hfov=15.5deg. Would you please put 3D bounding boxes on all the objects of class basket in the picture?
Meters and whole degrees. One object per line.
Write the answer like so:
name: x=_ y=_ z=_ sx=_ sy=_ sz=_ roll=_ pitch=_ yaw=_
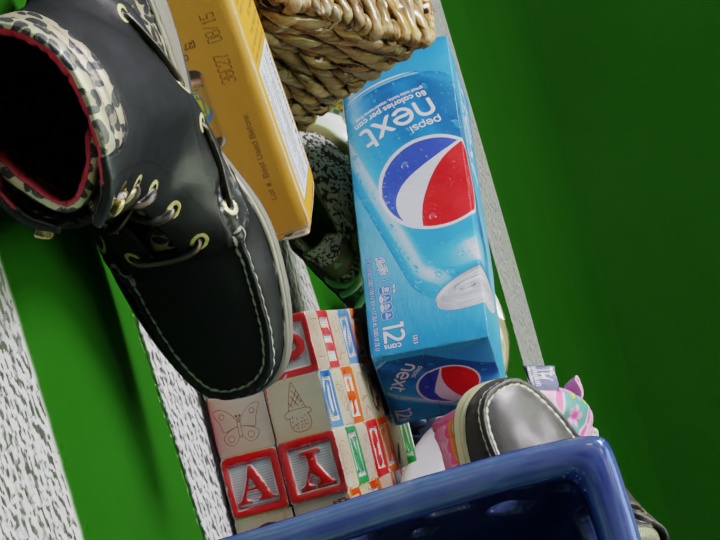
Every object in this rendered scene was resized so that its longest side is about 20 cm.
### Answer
basket: x=-0.071 y=-0.180 z=1.390 sx=0.142 sy=0.149 sz=0.201 roll=10 pitch=60 yaw=-42

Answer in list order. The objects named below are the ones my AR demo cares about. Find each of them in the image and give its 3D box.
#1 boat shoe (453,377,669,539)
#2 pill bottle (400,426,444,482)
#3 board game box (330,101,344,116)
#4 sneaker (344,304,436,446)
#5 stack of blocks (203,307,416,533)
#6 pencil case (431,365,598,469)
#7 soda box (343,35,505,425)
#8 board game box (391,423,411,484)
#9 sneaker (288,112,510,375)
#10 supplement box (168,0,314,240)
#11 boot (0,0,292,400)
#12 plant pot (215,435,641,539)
boat shoe: x=0.116 y=0.134 z=1.252 sx=0.202 sy=0.071 sz=0.066 roll=62 pitch=-31 yaw=7
pill bottle: x=0.103 y=0.171 z=1.518 sx=0.200 sy=0.119 sz=0.120 roll=65 pitch=14 yaw=-49
board game box: x=0.027 y=-0.029 z=1.748 sx=0.148 sy=0.064 sz=0.202 roll=18 pitch=58 yaw=-78
sneaker: x=0.029 y=0.095 z=1.613 sx=0.082 sy=0.070 sz=0.201 roll=4 pitch=68 yaw=-63
stack of blocks: x=-0.022 y=0.082 z=1.329 sx=0.200 sy=0.058 sz=0.116 roll=-2 pitch=78 yaw=-80
pencil case: x=0.096 y=0.154 z=1.323 sx=0.087 sy=0.087 sz=0.202 roll=45 pitch=31 yaw=-71
soda box: x=0.033 y=-0.023 z=1.404 sx=0.068 sy=0.064 sz=0.201 roll=70 pitch=11 yaw=-54
board game box: x=0.012 y=0.137 z=1.502 sx=0.134 sy=0.034 sz=0.202 roll=19 pitch=57 yaw=-78
sneaker: x=0.000 y=0.000 z=1.472 sx=0.200 sy=0.077 sz=0.088 roll=49 pitch=27 yaw=14
supplement box: x=-0.082 y=-0.108 z=1.257 sx=0.069 sy=0.066 sz=0.201 roll=-86 pitch=159 yaw=-69
boot: x=-0.095 y=-0.024 z=1.053 sx=0.154 sy=0.073 sz=0.205 roll=-59 pitch=129 yaw=-72
plant pot: x=0.037 y=0.192 z=1.135 sx=0.180 sy=0.198 sz=0.202 roll=49 pitch=26 yaw=-83
